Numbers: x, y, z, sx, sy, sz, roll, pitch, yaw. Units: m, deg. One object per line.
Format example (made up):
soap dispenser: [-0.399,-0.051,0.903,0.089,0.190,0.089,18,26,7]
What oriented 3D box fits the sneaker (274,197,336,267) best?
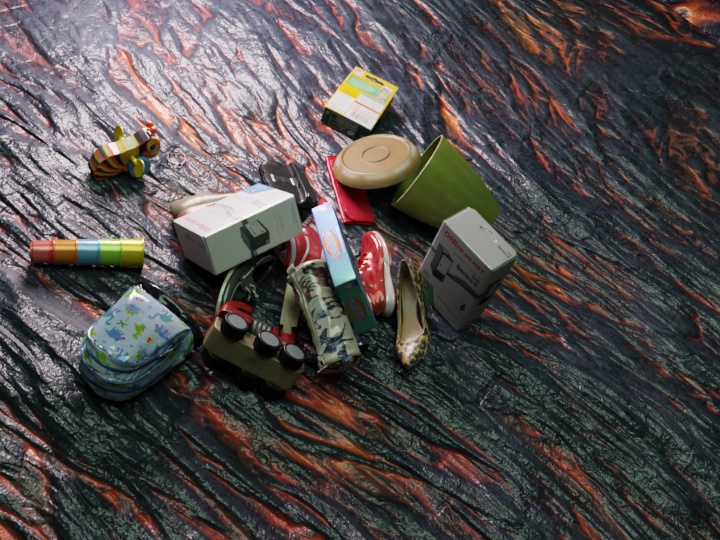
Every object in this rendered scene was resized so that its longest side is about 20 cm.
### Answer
sneaker: [-0.113,-0.081,1.711,0.111,0.071,0.201,14,50,-13]

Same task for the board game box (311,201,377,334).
board game box: [-0.030,-0.005,1.553,0.045,0.153,0.201,-21,48,2]

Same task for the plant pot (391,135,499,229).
plant pot: [0.200,-0.160,1.845,0.199,0.187,0.188,36,46,-8]

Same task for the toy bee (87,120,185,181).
toy bee: [-0.455,-0.255,1.705,0.130,0.109,0.200,36,48,13]

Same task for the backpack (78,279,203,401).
backpack: [-0.380,0.121,1.403,0.163,0.154,0.200,40,61,6]

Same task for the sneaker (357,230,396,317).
sneaker: [0.000,0.000,1.682,0.114,0.079,0.201,3,49,-20]

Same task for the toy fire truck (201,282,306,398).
toy fire truck: [-0.174,0.100,1.509,0.175,0.129,0.201,28,24,-13]

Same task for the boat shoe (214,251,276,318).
boat shoe: [-0.216,0.023,1.583,0.062,0.073,0.201,21,42,2]

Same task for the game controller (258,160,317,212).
game controller: [-0.153,-0.179,1.759,0.103,0.043,0.200,2,28,-17]

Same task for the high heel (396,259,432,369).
high heel: [0.087,0.080,1.599,0.071,0.143,0.201,-11,32,23]

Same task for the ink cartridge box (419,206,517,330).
ink cartridge box: [0.204,-0.003,1.675,0.084,0.201,0.146,-27,64,-35]

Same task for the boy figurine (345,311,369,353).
boy figurine: [-0.064,0.078,1.589,0.124,0.064,0.201,12,37,-54]

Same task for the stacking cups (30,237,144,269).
stacking cups: [-0.499,-0.032,1.539,0.198,0.061,0.061,0,51,-15]

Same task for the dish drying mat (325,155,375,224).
dish drying mat: [-0.024,-0.182,1.867,0.076,0.018,0.201,0,51,-22]

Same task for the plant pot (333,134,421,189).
plant pot: [0.034,-0.248,1.856,0.198,0.028,0.201,-7,40,6]

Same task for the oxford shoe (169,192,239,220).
oxford shoe: [-0.288,-0.137,1.695,0.198,0.071,0.075,-15,51,-33]

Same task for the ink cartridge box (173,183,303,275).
ink cartridge box: [-0.233,-0.083,1.599,0.199,0.084,0.145,-28,29,-27]

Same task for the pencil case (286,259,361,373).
pencil case: [-0.067,0.081,1.483,0.089,0.077,0.202,0,64,-56]

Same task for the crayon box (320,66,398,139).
crayon box: [0.000,-0.404,2.043,0.125,0.052,0.201,27,48,3]
